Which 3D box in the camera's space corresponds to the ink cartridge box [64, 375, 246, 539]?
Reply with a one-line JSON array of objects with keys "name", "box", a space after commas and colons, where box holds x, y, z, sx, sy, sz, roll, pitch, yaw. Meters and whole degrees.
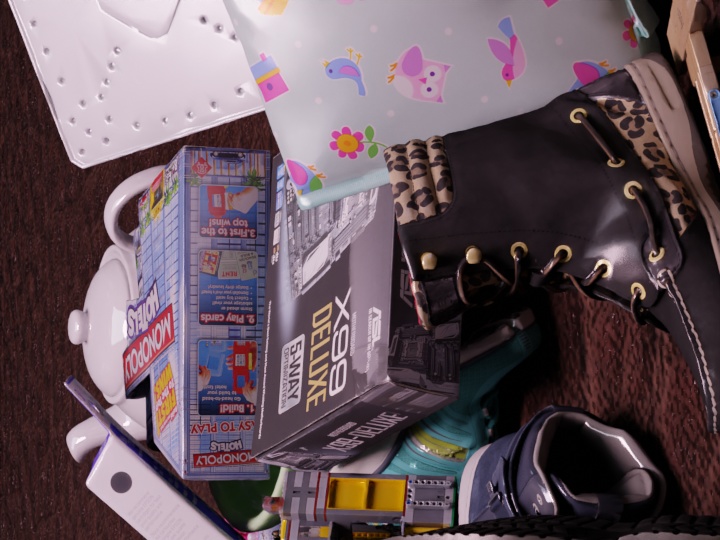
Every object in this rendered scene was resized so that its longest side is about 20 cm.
[{"name": "ink cartridge box", "box": [-0.137, 0.153, 1.426, 0.043, 0.200, 0.198, -46, 3, -6]}]

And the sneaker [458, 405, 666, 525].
[{"name": "sneaker", "box": [0.102, 0.170, 1.086, 0.146, 0.077, 0.203, 135, 133, -63]}]

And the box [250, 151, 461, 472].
[{"name": "box", "box": [0.000, 0.000, 1.216, 0.158, 0.050, 0.201, -34, 47, 54]}]

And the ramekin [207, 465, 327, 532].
[{"name": "ramekin", "box": [-0.033, 0.070, 1.393, 0.200, 0.097, 0.201, -179, 90, -68]}]

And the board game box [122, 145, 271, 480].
[{"name": "board game box", "box": [-0.109, 0.048, 1.369, 0.200, 0.061, 0.201, 140, 129, -62]}]

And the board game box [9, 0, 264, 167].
[{"name": "board game box", "box": [-0.135, -0.186, 1.361, 0.199, 0.026, 0.201, -15, 100, 28]}]

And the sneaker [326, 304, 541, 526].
[{"name": "sneaker", "box": [0.056, 0.092, 1.235, 0.080, 0.077, 0.200, 46, 135, 13]}]

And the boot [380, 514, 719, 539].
[{"name": "boot", "box": [0.102, 0.186, 0.986, 0.199, 0.077, 0.139, -2, 91, 31]}]

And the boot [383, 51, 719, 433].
[{"name": "boot", "box": [0.098, -0.001, 0.988, 0.073, 0.150, 0.201, 72, -176, -63]}]

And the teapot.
[{"name": "teapot", "box": [-0.150, 0.038, 1.617, 0.197, 0.145, 0.201, 155, 115, -65]}]

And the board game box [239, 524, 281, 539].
[{"name": "board game box", "box": [-0.056, 0.249, 1.535, 0.200, 0.026, 0.201, 131, 135, -58]}]

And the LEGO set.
[{"name": "LEGO set", "box": [-0.004, 0.205, 1.201, 0.200, 0.115, 0.154, 82, -168, -56]}]

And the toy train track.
[{"name": "toy train track", "box": [0.173, -0.080, 0.971, 0.115, 0.032, 0.201, 66, -169, -78]}]

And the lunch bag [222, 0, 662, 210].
[{"name": "lunch bag", "box": [0.040, -0.145, 1.079, 0.122, 0.199, 0.171, -55, -56, -67]}]
